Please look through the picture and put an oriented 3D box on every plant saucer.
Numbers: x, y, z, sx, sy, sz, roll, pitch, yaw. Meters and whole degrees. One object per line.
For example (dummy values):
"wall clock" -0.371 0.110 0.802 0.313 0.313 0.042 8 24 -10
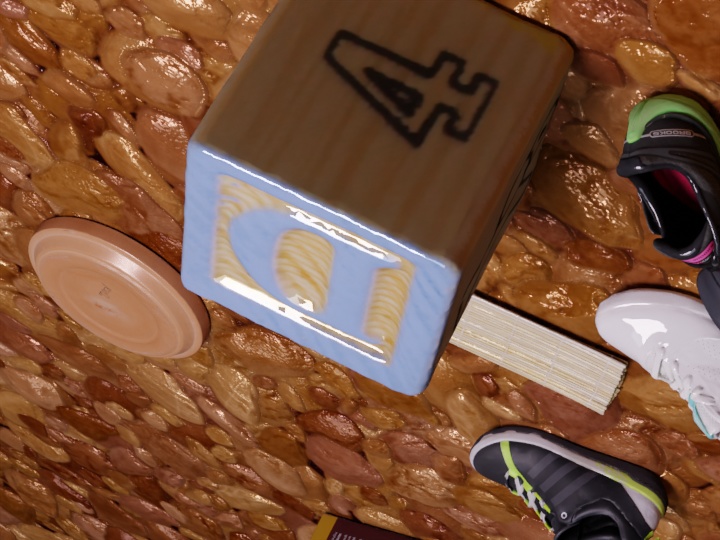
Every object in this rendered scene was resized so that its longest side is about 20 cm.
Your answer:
"plant saucer" -0.243 0.024 1.766 0.199 0.032 0.201 22 150 14

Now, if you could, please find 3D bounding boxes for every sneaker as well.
"sneaker" 0.180 0.203 1.607 0.199 0.083 0.072 13 147 29
"sneaker" 0.234 -0.024 1.190 0.200 0.084 0.077 46 148 -17
"sneaker" 0.262 0.083 1.340 0.199 0.089 0.075 23 152 14

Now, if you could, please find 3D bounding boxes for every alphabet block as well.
"alphabet block" 0.008 -0.069 1.217 0.195 0.201 0.196 26 150 6

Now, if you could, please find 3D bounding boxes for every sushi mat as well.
"sushi mat" 0.127 0.061 1.505 0.199 0.012 0.096 25 150 10

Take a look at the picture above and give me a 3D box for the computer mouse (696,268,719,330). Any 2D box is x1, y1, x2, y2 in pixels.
"computer mouse" 0.329 0.034 1.245 0.199 0.046 0.141 22 151 15

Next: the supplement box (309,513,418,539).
"supplement box" 0.021 0.403 1.948 0.199 0.198 0.133 10 146 30
